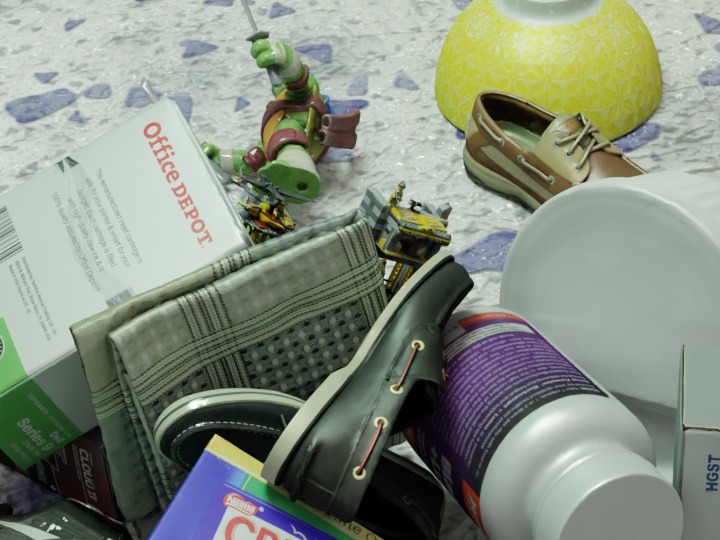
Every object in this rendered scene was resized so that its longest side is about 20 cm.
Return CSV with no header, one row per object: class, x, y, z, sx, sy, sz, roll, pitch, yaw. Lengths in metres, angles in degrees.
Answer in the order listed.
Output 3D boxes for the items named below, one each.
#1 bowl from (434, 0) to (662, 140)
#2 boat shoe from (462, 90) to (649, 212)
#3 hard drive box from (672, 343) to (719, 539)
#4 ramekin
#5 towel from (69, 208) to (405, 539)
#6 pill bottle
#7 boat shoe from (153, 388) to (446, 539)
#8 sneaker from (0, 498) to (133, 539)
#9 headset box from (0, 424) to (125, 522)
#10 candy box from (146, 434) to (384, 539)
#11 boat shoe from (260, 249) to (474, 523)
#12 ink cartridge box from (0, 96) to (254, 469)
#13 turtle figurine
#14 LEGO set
bowl,0.160,-0.201,1.487,0.198,0.109,0.201,-3,37,2
boat shoe,0.158,-0.084,1.360,0.199,0.074,0.075,25,46,33
hard drive box,0.279,0.130,1.001,0.198,0.157,0.077,3,37,8
ramekin,0.193,0.030,1.117,0.201,0.204,0.094,25,33,33
towel,-0.067,0.074,1.068,0.198,0.194,0.035,-23,41,-14
pill bottle,0.106,0.109,1.032,0.110,0.112,0.200,-17,27,-16
boat shoe,-0.032,0.128,1.045,0.199,0.075,0.063,26,32,-24
sneaker,-0.160,0.179,1.054,0.198,0.067,0.091,6,43,17
headset box,-0.177,0.076,1.185,0.199,0.076,0.149,21,44,30
candy box,-0.059,0.215,0.941,0.168,0.077,0.201,30,43,1
boat shoe,0.018,0.066,1.016,0.063,0.074,0.202,31,48,8
ink cartridge box,-0.165,0.007,1.097,0.199,0.084,0.147,-30,52,0
turtle figurine,-0.095,-0.111,1.371,0.143,0.200,0.195,-32,36,21
LEGO set,0.000,0.000,1.177,0.198,0.117,0.154,17,20,-24
